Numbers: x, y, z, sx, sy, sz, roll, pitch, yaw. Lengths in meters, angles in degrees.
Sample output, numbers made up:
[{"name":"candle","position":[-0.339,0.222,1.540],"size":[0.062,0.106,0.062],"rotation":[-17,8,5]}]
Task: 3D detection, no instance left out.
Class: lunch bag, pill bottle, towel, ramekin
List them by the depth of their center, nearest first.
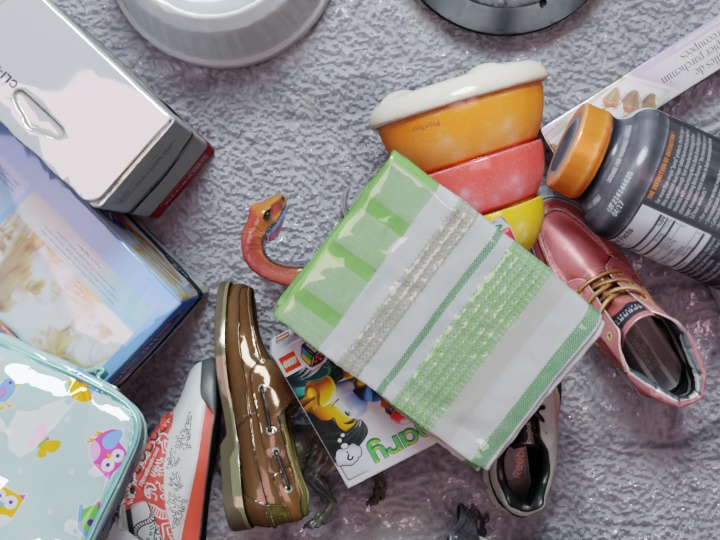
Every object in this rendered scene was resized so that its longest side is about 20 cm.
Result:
[{"name":"lunch bag","position":[-0.247,0.123,0.669],"size":[0.198,0.077,0.162],"rotation":[25,70,-1]},{"name":"towel","position":[0.057,0.031,0.705],"size":[0.199,0.031,0.150],"rotation":[37,97,-10]},{"name":"pill bottle","position":[0.246,-0.058,0.766],"size":[0.198,0.106,0.107],"rotation":[24,91,-2]},{"name":"ramekin","position":[-0.117,-0.271,0.795],"size":[0.199,0.094,0.206],"rotation":[0,91,0]}]

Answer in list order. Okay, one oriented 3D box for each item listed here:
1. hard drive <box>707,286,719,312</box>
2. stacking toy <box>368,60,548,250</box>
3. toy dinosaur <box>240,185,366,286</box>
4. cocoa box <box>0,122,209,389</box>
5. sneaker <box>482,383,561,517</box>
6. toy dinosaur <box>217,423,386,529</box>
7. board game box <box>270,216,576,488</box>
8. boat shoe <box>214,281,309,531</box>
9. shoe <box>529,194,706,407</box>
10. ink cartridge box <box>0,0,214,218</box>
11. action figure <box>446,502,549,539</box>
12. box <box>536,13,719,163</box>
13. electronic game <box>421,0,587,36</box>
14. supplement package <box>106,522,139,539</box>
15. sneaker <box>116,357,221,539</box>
[{"name":"hard drive","position":[0.351,-0.022,0.834],"size":[0.131,0.026,0.202],"rotation":[-26,91,0]},{"name":"stacking toy","position":[0.096,-0.054,0.780],"size":[0.144,0.146,0.203],"rotation":[-15,96,0]},{"name":"toy dinosaur","position":[0.000,0.000,0.768],"size":[0.200,0.180,0.106],"rotation":[39,117,41]},{"name":"cocoa box","position":[-0.240,-0.002,0.782],"size":[0.133,0.131,0.200],"rotation":[-45,91,1]},{"name":"sneaker","position":[0.138,0.104,0.812],"size":[0.072,0.080,0.204],"rotation":[-1,89,2]},{"name":"toy dinosaur","position":[-0.021,0.161,0.831],"size":[0.197,0.047,0.089],"rotation":[-16,85,-3]},{"name":"board game box","position":[0.047,0.063,0.742],"size":[0.198,0.035,0.127],"rotation":[-28,107,4]},{"name":"boat shoe","position":[-0.078,0.105,0.802],"size":[0.067,0.072,0.203],"rotation":[-8,76,4]},{"name":"shoe","position":[0.206,0.022,0.803],"size":[0.071,0.091,0.201],"rotation":[-36,91,1]},{"name":"ink cartridge box","position":[-0.200,-0.119,0.745],"size":[0.144,0.200,0.084],"rotation":[43,91,-1]},{"name":"action figure","position":[0.159,0.265,0.800],"size":[0.197,0.119,0.103],"rotation":[19,73,9]},{"name":"box","position":[0.238,-0.152,0.825],"size":[0.198,0.041,0.039],"rotation":[-32,92,2]},{"name":"electronic game","position":[0.120,-0.297,0.820],"size":[0.197,0.042,0.204],"rotation":[0,92,2]},{"name":"supplement package","position":[-0.276,0.239,0.735],"size":[0.198,0.155,0.112],"rotation":[30,117,18]},{"name":"sneaker","position":[-0.176,0.168,0.815],"size":[0.106,0.067,0.205],"rotation":[8,97,-2]}]
